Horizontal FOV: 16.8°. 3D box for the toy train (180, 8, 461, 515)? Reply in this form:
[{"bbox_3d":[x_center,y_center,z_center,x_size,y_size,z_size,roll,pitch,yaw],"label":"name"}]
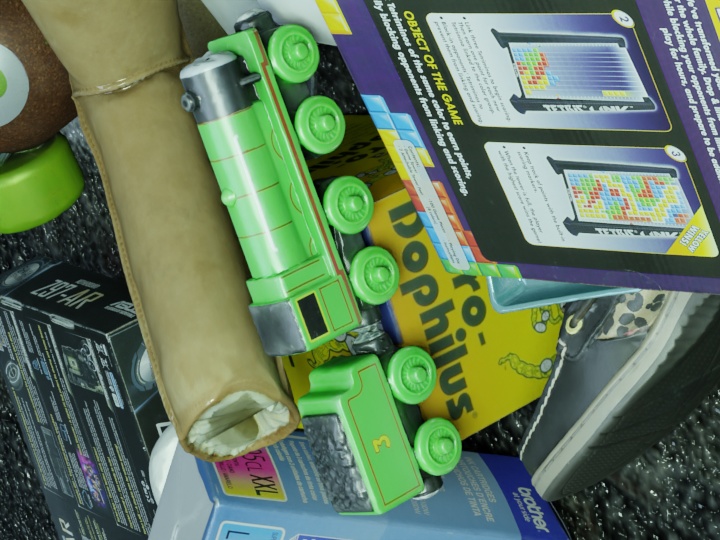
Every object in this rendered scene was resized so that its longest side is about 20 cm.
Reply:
[{"bbox_3d":[-0.018,0.000,0.926,0.042,0.056,0.201,-10,104,55],"label":"toy train"}]

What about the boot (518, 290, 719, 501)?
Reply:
[{"bbox_3d":[0.083,-0.025,0.924,0.151,0.073,0.200,46,132,24],"label":"boot"}]

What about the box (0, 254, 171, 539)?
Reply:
[{"bbox_3d":[-0.119,0.101,1.250,0.160,0.043,0.201,14,125,56],"label":"box"}]

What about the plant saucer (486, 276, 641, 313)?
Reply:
[{"bbox_3d":[0.060,-0.088,0.875,0.070,0.019,0.201,-10,93,40],"label":"plant saucer"}]

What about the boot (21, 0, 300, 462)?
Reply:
[{"bbox_3d":[-0.078,-0.039,0.948,0.175,0.066,0.201,53,-161,-73],"label":"boot"}]

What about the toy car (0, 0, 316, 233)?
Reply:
[{"bbox_3d":[-0.108,-0.118,1.114,0.200,0.158,0.165,4,126,43],"label":"toy car"}]

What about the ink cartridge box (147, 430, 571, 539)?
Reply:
[{"bbox_3d":[0.004,0.149,1.090,0.076,0.199,0.137,-118,41,-56],"label":"ink cartridge box"}]

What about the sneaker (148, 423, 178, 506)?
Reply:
[{"bbox_3d":[-0.031,0.130,1.173,0.200,0.075,0.088,38,175,-27],"label":"sneaker"}]

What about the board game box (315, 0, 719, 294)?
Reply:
[{"bbox_3d":[0.072,-0.081,0.756,0.165,0.057,0.200,4,138,33],"label":"board game box"}]

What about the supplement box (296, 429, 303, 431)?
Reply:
[{"bbox_3d":[-0.053,0.119,1.270,0.200,0.066,0.069,61,153,7],"label":"supplement box"}]

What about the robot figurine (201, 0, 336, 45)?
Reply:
[{"bbox_3d":[-0.022,-0.168,0.961,0.200,0.113,0.170,49,128,23],"label":"robot figurine"}]

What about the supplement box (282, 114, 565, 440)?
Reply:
[{"bbox_3d":[0.000,0.000,1.058,0.200,0.109,0.109,4,116,55],"label":"supplement box"}]
